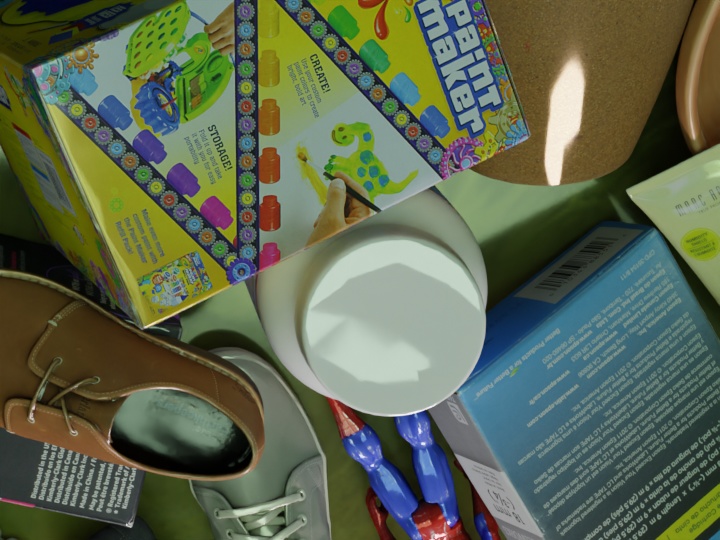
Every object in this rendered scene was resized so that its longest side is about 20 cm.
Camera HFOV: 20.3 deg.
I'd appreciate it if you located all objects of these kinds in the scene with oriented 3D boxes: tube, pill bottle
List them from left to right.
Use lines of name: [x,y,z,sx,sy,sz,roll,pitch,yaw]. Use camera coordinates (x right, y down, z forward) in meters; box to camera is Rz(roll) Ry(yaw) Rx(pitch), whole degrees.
pill bottle: [0.000,0.000,0.967,0.108,0.200,0.109,-2,105,-9]
tube: [0.215,0.009,1.054,0.058,0.052,0.200,-49,126,-18]

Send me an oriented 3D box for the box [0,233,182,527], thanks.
box: [-0.198,0.040,0.985,0.199,0.122,0.106,14,101,-12]

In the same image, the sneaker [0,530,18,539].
sneaker: [-0.231,0.158,1.032,0.200,0.083,0.081,42,95,-17]

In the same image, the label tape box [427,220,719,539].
label tape box: [0.137,0.097,1.067,0.144,0.063,0.200,-37,108,-18]

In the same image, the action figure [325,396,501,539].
action figure: [0.035,0.124,1.084,0.065,0.052,0.200,-24,104,2]

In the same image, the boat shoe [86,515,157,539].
boat shoe: [-0.095,0.214,1.081,0.066,0.070,0.200,-42,115,-26]

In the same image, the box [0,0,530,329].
box: [-0.062,-0.088,0.916,0.192,0.200,0.122,-26,110,-14]

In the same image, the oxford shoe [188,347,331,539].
oxford shoe: [-0.048,0.137,1.070,0.075,0.058,0.201,-14,104,-3]

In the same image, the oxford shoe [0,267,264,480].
oxford shoe: [-0.134,0.047,0.899,0.199,0.071,0.072,16,100,-12]

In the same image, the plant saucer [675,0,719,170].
plant saucer: [0.240,-0.127,1.026,0.200,0.037,0.201,-17,129,-22]

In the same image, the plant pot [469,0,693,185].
plant pot: [0.087,-0.150,0.970,0.186,0.187,0.201,-6,120,-8]
